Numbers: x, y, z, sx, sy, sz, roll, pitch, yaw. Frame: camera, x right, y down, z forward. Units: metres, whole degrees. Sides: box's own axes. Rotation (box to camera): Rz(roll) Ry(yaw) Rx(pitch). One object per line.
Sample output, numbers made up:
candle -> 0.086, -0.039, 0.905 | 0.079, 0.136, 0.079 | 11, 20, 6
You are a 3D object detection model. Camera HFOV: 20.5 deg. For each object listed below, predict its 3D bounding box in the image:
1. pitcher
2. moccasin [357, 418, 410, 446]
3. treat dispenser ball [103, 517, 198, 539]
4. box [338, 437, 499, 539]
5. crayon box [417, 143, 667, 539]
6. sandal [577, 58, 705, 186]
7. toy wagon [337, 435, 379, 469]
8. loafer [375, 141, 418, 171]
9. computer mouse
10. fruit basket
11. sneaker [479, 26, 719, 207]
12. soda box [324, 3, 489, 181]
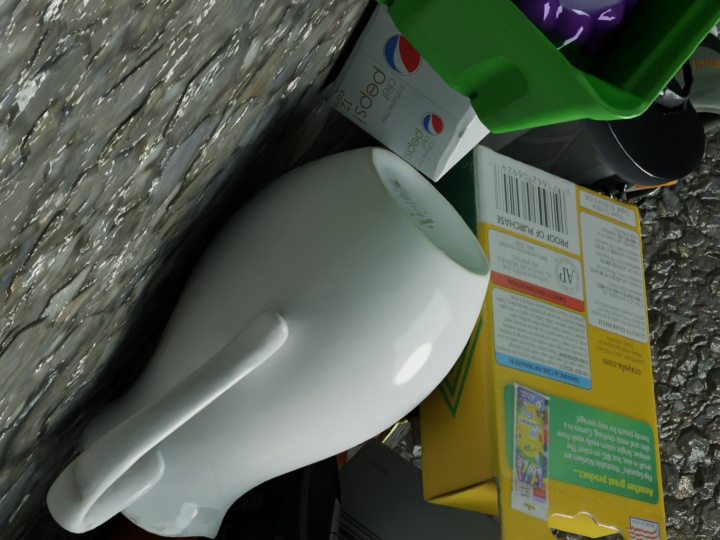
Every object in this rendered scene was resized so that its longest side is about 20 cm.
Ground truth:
pitcher -> -0.045, 0.041, 0.896 | 0.200, 0.121, 0.172 | -43, 174, 16
moccasin -> -0.006, 0.068, 1.096 | 0.201, 0.078, 0.074 | -12, 150, -34
treat dispenser ball -> -0.081, 0.229, 1.208 | 0.201, 0.201, 0.201 | -51, 173, -9
box -> 0.028, 0.240, 1.028 | 0.199, 0.200, 0.172 | -43, 133, -15
crayon box -> 0.087, 0.052, 0.977 | 0.125, 0.201, 0.051 | 18, 151, -40
sandal -> 0.116, -0.111, 0.927 | 0.043, 0.200, 0.076 | -11, -133, 33
toy wagon -> -0.010, 0.147, 1.366 | 0.200, 0.039, 0.156 | -142, -121, -82
loafer -> 0.000, 0.000, 1.145 | 0.200, 0.068, 0.076 | -55, 172, 19
computer mouse -> -0.017, 0.108, 0.990 | 0.046, 0.140, 0.201 | 36, 49, -53
fruit basket -> 0.108, -0.172, 0.774 | 0.215, 0.156, 0.216 | -42, -172, 7
sneaker -> 0.117, -0.058, 1.063 | 0.200, 0.080, 0.074 | -38, 160, 20
soda box -> 0.064, -0.120, 0.971 | 0.200, 0.068, 0.064 | -44, 168, -52
